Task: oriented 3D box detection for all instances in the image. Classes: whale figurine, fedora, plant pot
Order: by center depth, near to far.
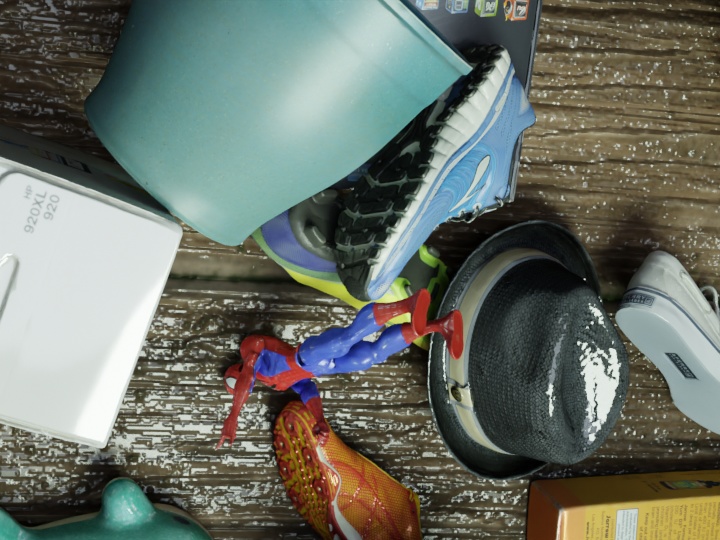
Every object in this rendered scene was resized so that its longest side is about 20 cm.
[{"bbox_3d":[-0.063,-0.126,0.889,0.199,0.200,0.188,39,101,-20],"label":"plant pot"},{"bbox_3d":[-0.189,0.227,1.012,0.198,0.104,0.161,19,97,-19],"label":"whale figurine"},{"bbox_3d":[0.141,0.069,1.056,0.199,0.091,0.204,-12,110,-35],"label":"fedora"}]

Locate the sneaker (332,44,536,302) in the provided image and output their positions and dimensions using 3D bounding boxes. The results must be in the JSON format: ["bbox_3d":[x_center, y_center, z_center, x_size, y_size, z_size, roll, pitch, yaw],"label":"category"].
[{"bbox_3d":[0.060,-0.055,0.977,0.089,0.078,0.201,45,73,-29],"label":"sneaker"}]

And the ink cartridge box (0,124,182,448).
[{"bbox_3d":[-0.214,-0.001,0.903,0.143,0.200,0.149,18,97,-19],"label":"ink cartridge box"}]

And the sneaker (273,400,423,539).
[{"bbox_3d":[-0.001,0.175,1.086,0.077,0.073,0.201,-42,114,-29],"label":"sneaker"}]

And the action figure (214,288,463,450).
[{"bbox_3d":[-0.027,0.081,0.987,0.065,0.198,0.100,33,56,-40],"label":"action figure"}]

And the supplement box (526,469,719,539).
[{"bbox_3d":[0.237,0.203,1.153,0.197,0.067,0.070,-3,103,-15],"label":"supplement box"}]

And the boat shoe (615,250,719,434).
[{"bbox_3d":[0.271,0.052,1.128,0.202,0.074,0.087,44,61,-33],"label":"boat shoe"}]

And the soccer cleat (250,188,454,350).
[{"bbox_3d":[0.000,-0.001,1.045,0.199,0.083,0.065,36,61,-37],"label":"soccer cleat"}]

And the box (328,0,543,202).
[{"bbox_3d":[0.024,-0.139,1.024,0.197,0.049,0.164,4,104,-16],"label":"box"}]
